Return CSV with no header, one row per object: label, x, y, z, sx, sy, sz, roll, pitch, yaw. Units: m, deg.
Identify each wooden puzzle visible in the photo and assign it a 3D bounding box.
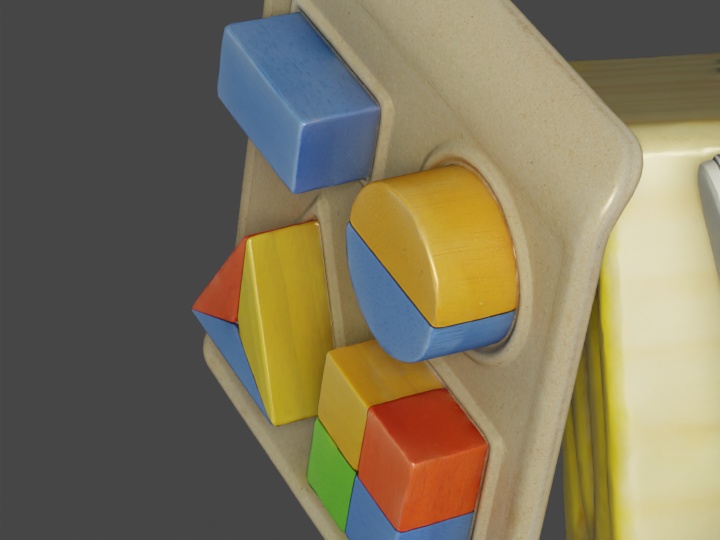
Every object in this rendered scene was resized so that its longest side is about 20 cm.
wooden puzzle,0.000,0.000,0.800,0.046,0.185,0.200,-9,132,-28

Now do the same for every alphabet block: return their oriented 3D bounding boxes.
alphabet block,0.166,0.031,0.829,0.200,0.196,0.196,-5,99,0

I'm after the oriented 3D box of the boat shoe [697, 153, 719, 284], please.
boat shoe,0.142,0.060,0.704,0.068,0.072,0.200,-13,93,3
